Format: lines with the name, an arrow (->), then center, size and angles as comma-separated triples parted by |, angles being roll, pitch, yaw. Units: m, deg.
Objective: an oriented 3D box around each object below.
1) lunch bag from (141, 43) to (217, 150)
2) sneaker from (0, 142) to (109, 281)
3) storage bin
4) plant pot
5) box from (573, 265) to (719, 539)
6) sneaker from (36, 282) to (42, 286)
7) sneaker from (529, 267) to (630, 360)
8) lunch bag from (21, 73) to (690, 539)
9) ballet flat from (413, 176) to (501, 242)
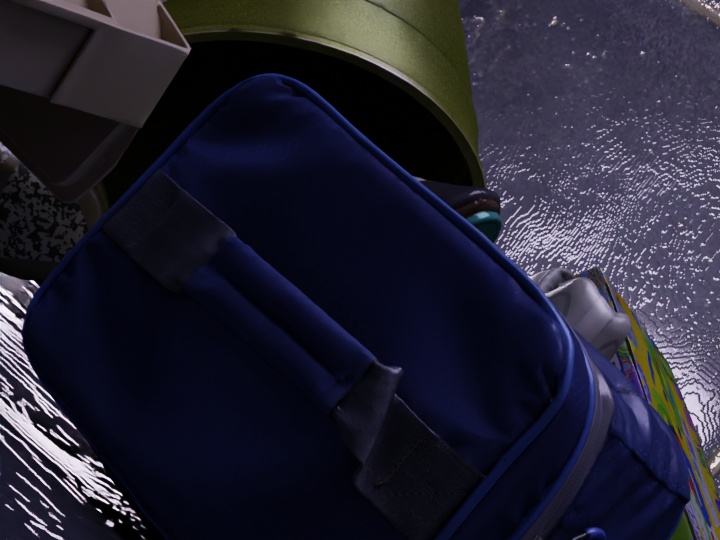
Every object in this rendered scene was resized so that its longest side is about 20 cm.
lunch bag -> -0.134, -0.057, 1.135 | 0.159, 0.077, 0.201 | 6, -35, 32
sneaker -> -0.197, -0.060, 0.881 | 0.199, 0.077, 0.089 | 35, 11, 5
storage bin -> -0.192, -0.120, 0.755 | 0.198, 0.094, 0.199 | 42, 14, 27
plant pot -> -0.033, -0.115, 0.993 | 0.200, 0.199, 0.194 | 41, 42, -38
box -> 0.132, 0.134, 1.169 | 0.193, 0.121, 0.202 | 44, 26, -64
sneaker -> -0.124, -0.001, 1.081 | 0.200, 0.070, 0.082 | 43, -4, -19
sneaker -> 0.077, 0.040, 0.948 | 0.075, 0.081, 0.200 | 38, -3, -5
lunch bag -> -0.003, 0.045, 0.643 | 0.200, 0.136, 0.132 | 41, 0, 38
ballet flat -> 0.000, 0.000, 0.921 | 0.073, 0.073, 0.200 | 40, -34, 5
